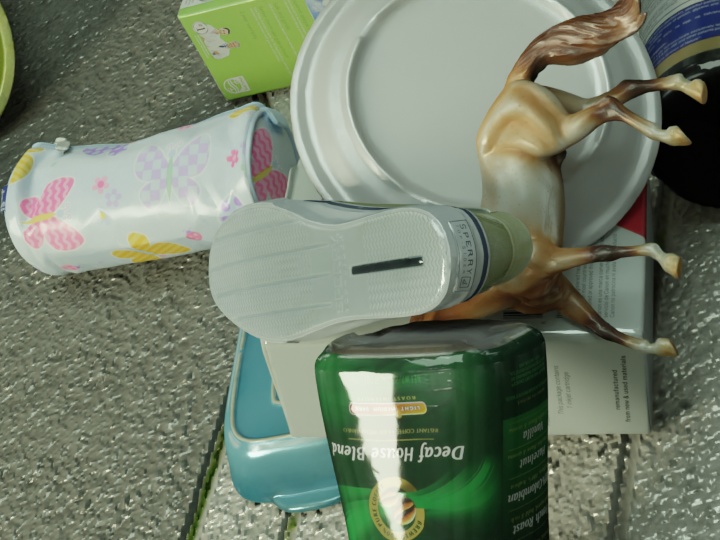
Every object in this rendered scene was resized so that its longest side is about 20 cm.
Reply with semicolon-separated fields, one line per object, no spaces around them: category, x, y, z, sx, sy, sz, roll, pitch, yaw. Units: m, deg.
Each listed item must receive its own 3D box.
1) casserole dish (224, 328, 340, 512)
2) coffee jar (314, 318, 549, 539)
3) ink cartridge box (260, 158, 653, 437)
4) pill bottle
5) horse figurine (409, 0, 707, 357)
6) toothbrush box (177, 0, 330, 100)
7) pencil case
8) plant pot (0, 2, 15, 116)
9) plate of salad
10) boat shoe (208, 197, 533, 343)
casserole dish;-0.024;0.050;1.096;0.120;0.039;0.201;-14;43;20
coffee jar;0.041;0.127;0.861;0.104;0.202;0.085;-4;8;28
ink cartridge box;0.058;0.010;1.017;0.198;0.083;0.146;-2;46;12
pill bottle;0.217;-0.141;1.085;0.111;0.112;0.201;-12;43;21
horse figurine;0.098;-0.039;0.925;0.132;0.050;0.202;5;84;21
toothbrush box;-0.013;-0.216;1.328;0.199;0.086;0.146;-12;43;23
pencil case;-0.136;-0.052;1.236;0.199;0.083;0.091;-8;67;24
plant pot;-0.366;-0.204;1.482;0.199;0.201;0.190;-24;27;8
plate of salad;0.061;-0.085;1.005;0.198;0.048;0.201;1;66;-2
boat shoe;0.000;0.000;0.914;0.199;0.062;0.073;1;92;51
